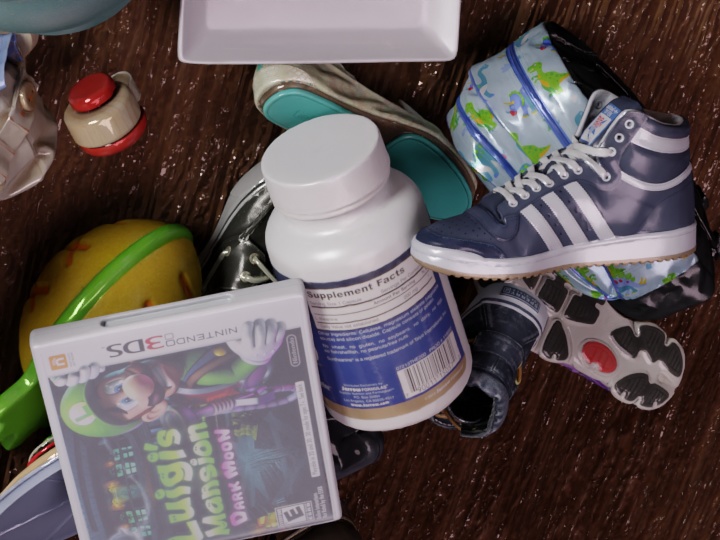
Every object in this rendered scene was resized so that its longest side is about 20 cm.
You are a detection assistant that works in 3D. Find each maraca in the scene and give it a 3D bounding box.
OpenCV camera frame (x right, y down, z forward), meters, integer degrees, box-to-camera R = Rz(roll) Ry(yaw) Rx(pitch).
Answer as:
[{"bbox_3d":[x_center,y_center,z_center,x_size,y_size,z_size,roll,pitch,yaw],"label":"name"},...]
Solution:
[{"bbox_3d":[-0.185,0.046,1.599,0.200,0.107,0.137,-48,164,3],"label":"maraca"}]

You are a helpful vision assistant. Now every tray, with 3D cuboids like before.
[{"bbox_3d":[-0.026,-0.191,1.546,0.199,0.022,0.108,-3,107,-23],"label":"tray"}]

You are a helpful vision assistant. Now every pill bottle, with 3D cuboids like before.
[{"bbox_3d":[0.000,0.000,1.579,0.110,0.111,0.201,-23,123,-7],"label":"pill bottle"}]

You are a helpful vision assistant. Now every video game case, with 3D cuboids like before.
[{"bbox_3d":[-0.113,0.106,1.571,0.181,0.023,0.201,-11,126,-3],"label":"video game case"}]

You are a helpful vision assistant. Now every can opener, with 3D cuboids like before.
[{"bbox_3d":[-0.064,0.142,1.689,0.199,0.064,0.079,-29,178,28],"label":"can opener"}]

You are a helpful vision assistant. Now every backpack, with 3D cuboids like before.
[{"bbox_3d":[0.153,-0.077,1.644,0.153,0.164,0.201,-20,125,10],"label":"backpack"}]

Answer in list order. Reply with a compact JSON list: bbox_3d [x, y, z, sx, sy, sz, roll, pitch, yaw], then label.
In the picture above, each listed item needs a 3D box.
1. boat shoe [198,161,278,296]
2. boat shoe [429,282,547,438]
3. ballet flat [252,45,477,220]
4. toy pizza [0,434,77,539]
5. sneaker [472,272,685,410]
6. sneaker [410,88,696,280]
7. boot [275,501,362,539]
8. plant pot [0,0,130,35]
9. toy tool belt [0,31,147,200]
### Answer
[{"bbox_3d":[-0.078,0.002,1.653,0.070,0.064,0.200,24,112,-35],"label":"boat shoe"},{"bbox_3d":[0.072,0.088,1.722,0.071,0.091,0.200,27,150,0],"label":"boat shoe"},{"bbox_3d":[0.008,-0.103,1.612,0.067,0.063,0.200,-32,134,31],"label":"ballet flat"},{"bbox_3d":[-0.192,0.141,1.681,0.199,0.032,0.200,-28,164,-9],"label":"toy pizza"},{"bbox_3d":[0.153,0.044,1.783,0.200,0.083,0.081,38,76,-24],"label":"sneaker"},{"bbox_3d":[0.127,-0.058,1.528,0.199,0.070,0.109,-6,110,-18],"label":"sneaker"},{"bbox_3d":[-0.074,0.272,1.834,0.200,0.097,0.075,-42,130,9],"label":"boot"},{"bbox_3d":[-0.188,-0.219,1.374,0.199,0.201,0.134,-25,157,-5],"label":"plant pot"},{"bbox_3d":[-0.245,-0.107,1.454,0.199,0.125,0.123,-16,126,13],"label":"toy tool belt"}]
